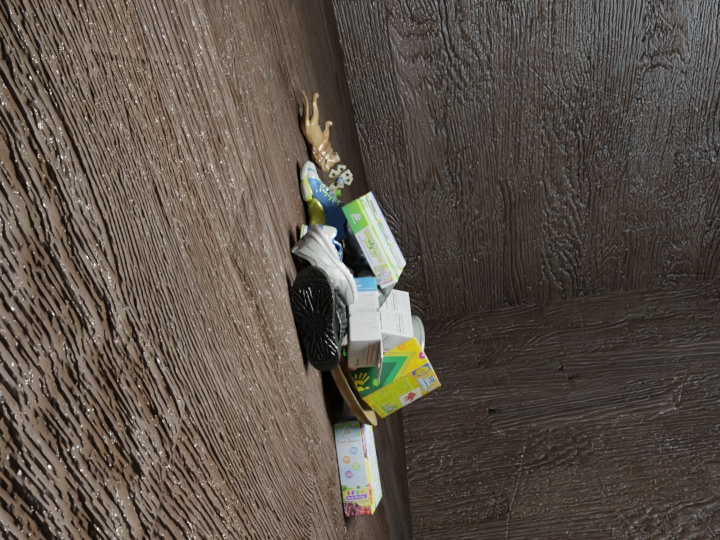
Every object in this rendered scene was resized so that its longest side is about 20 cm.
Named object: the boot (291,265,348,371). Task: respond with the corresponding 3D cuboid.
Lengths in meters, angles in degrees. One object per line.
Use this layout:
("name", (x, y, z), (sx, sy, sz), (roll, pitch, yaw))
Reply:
("boot", (-0.076, 0.072, 1.195), (0.158, 0.079, 0.212), (-75, 161, -69))

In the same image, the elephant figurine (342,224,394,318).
("elephant figurine", (0.000, 0.000, 1.575), (0.141, 0.155, 0.200), (23, 20, -36))

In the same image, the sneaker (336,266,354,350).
("sneaker", (-0.066, 0.086, 1.446), (0.084, 0.073, 0.201), (10, 77, -47))

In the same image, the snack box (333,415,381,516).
("snack box", (-0.004, 0.437, 1.416), (0.169, 0.067, 0.201), (43, 39, -78))

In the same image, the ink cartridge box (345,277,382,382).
("ink cartridge box", (0.005, 0.128, 1.324), (0.116, 0.066, 0.201), (95, -7, -52))

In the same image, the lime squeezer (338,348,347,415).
("lime squeezer", (-0.034, 0.243, 1.488), (0.071, 0.038, 0.201), (148, -53, -77))

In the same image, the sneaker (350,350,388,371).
("sneaker", (0.039, 0.223, 1.471), (0.200, 0.095, 0.079), (53, 27, -60))

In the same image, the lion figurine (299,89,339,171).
("lion figurine", (-0.115, -0.342, 1.540), (0.200, 0.072, 0.123), (47, 45, -55))

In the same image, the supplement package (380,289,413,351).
("supplement package", (0.056, 0.169, 1.778), (0.200, 0.110, 0.156), (122, -28, -46))

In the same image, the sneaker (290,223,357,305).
("sneaker", (-0.073, 0.000, 1.240), (0.200, 0.082, 0.075), (60, -8, -34))

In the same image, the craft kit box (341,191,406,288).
("craft kit box", (0.036, -0.076, 1.421), (0.201, 0.048, 0.198), (63, 12, -6))

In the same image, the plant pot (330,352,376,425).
("plant pot", (-0.024, 0.256, 1.364), (0.201, 0.027, 0.200), (61, 2, -4))

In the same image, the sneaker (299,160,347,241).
("sneaker", (-0.074, -0.154, 1.406), (0.076, 0.105, 0.201), (-74, 155, -75))

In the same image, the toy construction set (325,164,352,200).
("toy construction set", (-0.075, -0.183, 1.571), (0.200, 0.092, 0.132), (-71, 154, -54))

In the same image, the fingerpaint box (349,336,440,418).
("fingerpaint box", (0.084, 0.248, 1.421), (0.074, 0.166, 0.200), (62, 2, 29))

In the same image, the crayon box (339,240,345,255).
("crayon box", (-0.053, -0.038, 1.715), (0.200, 0.051, 0.126), (-71, 152, -79))

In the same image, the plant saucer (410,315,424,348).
("plant saucer", (0.122, 0.226, 1.803), (0.200, 0.050, 0.201), (-167, -90, -73))

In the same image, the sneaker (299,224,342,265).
("sneaker", (-0.074, -0.013, 1.324), (0.074, 0.082, 0.200), (-95, 175, -48))
